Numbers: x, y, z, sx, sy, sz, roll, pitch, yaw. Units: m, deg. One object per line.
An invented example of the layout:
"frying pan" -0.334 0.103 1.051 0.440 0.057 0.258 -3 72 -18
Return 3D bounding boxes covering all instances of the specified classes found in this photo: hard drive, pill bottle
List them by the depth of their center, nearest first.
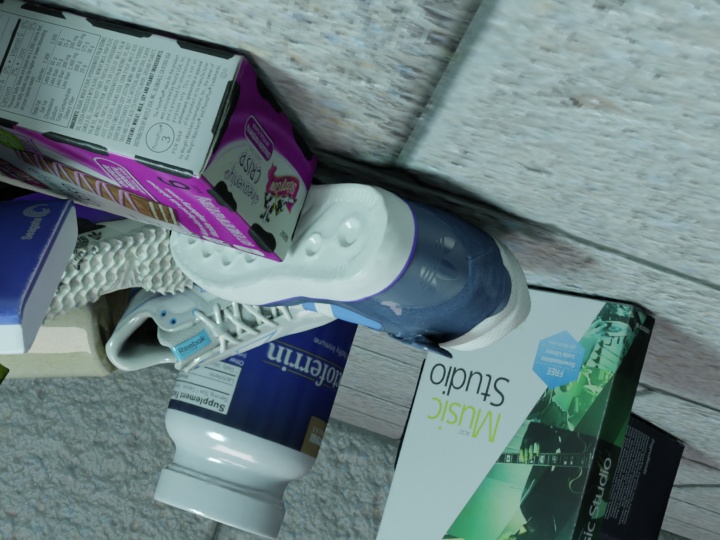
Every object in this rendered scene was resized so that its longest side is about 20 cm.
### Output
"hard drive" -0.242 0.003 0.682 0.197 0.026 0.132 -2 -156 1
"pill bottle" -0.074 0.083 1.053 0.114 0.203 0.116 17 171 3

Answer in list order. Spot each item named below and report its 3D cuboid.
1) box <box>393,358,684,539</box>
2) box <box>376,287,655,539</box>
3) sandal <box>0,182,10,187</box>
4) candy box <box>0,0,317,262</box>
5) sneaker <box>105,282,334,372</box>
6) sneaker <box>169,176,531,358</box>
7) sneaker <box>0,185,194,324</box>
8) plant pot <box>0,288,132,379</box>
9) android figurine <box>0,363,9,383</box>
"box" 0.173 0.179 1.401 0.195 0.119 0.199 10 169 40
"box" 0.090 0.111 0.898 0.143 0.203 0.036 9 171 43
"sandal" -0.297 -0.032 0.903 0.198 0.076 0.048 -16 -175 8
"candy box" -0.133 -0.072 0.699 0.198 0.062 0.136 17 169 17
"sneaker" -0.083 0.030 0.944 0.198 0.087 0.075 -18 113 33
"sneaker" 0.000 0.000 0.802 0.146 0.082 0.199 25 169 -40
"sneaker" -0.157 -0.036 0.868 0.100 0.070 0.199 47 -145 23
"plant pot" -0.248 -0.001 1.017 0.181 0.203 0.201 5 169 10
"android figurine" -0.293 0.029 0.782 0.199 0.183 0.041 36 -163 -7
